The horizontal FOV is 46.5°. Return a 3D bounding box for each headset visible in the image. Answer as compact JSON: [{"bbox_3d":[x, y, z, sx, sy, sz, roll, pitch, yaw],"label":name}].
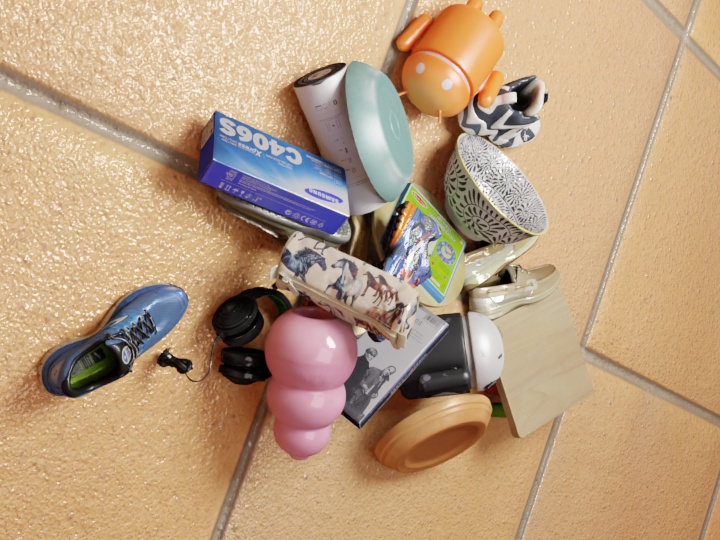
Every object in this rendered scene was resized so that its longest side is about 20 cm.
[{"bbox_3d":[-0.172,0.095,1.125,0.199,0.093,0.125,-25,116,-48],"label":"headset"}]

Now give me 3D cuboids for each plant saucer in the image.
[{"bbox_3d":[0.034,-0.197,1.165,0.200,0.036,0.203,-13,90,-71],"label":"plant saucer"},{"bbox_3d":[0.119,0.261,1.306,0.198,0.038,0.201,-18,148,-12],"label":"plant saucer"}]

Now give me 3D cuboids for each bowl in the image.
[{"bbox_3d":[0.194,-0.110,1.320,0.200,0.094,0.202,32,34,-25],"label":"bowl"}]

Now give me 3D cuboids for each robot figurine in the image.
[{"bbox_3d":[0.119,0.132,1.274,0.125,0.197,0.152,72,12,-57],"label":"robot figurine"},{"bbox_3d":[0.139,-0.311,1.247,0.144,0.116,0.201,47,70,-34],"label":"robot figurine"}]

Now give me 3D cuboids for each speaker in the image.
[{"bbox_3d":[-0.021,-0.180,1.171,0.081,0.081,0.202,-36,117,-27],"label":"speaker"}]

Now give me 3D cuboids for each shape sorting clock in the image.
[{"bbox_3d":[0.089,-0.040,1.265,0.198,0.039,0.203,18,62,-37],"label":"shape sorting clock"}]

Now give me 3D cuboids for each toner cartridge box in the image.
[{"bbox_3d":[-0.110,-0.125,1.084,0.198,0.043,0.096,21,43,-28],"label":"toner cartridge box"}]

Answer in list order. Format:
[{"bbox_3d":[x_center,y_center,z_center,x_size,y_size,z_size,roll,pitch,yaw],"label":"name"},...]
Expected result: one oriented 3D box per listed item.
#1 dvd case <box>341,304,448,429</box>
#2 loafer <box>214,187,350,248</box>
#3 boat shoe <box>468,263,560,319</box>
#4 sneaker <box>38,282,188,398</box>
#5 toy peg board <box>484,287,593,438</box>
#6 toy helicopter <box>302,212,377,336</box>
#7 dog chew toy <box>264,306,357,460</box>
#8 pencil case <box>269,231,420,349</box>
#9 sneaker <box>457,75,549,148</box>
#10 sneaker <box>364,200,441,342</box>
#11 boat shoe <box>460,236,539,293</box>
[{"bbox_3d":[0.010,0.110,1.210,0.200,0.150,0.025,-44,152,-23],"label":"dvd case"},{"bbox_3d":[-0.110,-0.066,1.124,0.198,0.076,0.070,23,128,-23],"label":"loafer"},{"bbox_3d":[0.266,0.022,1.435,0.198,0.072,0.066,-21,112,-27],"label":"boat shoe"},{"bbox_3d":[-0.285,0.090,1.011,0.200,0.089,0.079,-40,121,-25],"label":"sneaker"},{"bbox_3d":[0.286,0.160,1.475,0.198,0.097,0.202,-22,95,-33],"label":"toy peg board"},{"bbox_3d":[0.000,0.000,1.216,0.131,0.079,0.203,17,72,-17],"label":"toy helicopter"},{"bbox_3d":[-0.071,0.153,1.109,0.123,0.124,0.203,-1,104,-37],"label":"dog chew toy"},{"bbox_3d":[-0.016,0.027,1.062,0.090,0.198,0.078,-53,164,-41],"label":"pencil case"},{"bbox_3d":[0.260,-0.252,1.327,0.198,0.129,0.081,11,76,-44],"label":"sneaker"},{"bbox_3d":[0.059,0.006,1.149,0.078,0.075,0.202,22,78,-9],"label":"sneaker"},{"bbox_3d":[0.223,-0.037,1.390,0.199,0.074,0.067,-34,92,-36],"label":"boat shoe"}]
